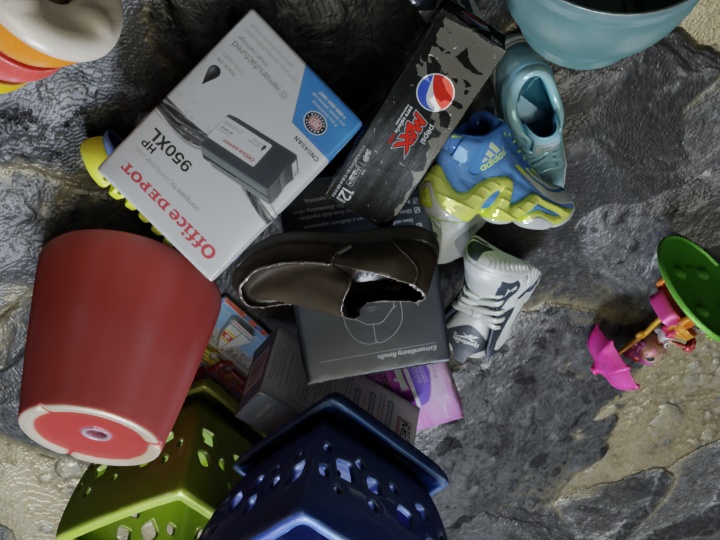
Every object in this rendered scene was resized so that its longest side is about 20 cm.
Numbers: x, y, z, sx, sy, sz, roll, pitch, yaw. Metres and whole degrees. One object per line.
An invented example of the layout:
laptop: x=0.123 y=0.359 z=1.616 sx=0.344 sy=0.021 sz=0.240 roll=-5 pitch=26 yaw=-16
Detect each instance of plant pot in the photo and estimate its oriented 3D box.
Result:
plant pot: x=-0.201 y=0.251 z=1.182 sx=0.199 sy=0.183 sz=0.199 roll=-23 pitch=129 yaw=26
plant pot: x=-0.032 y=0.254 z=1.031 sx=0.199 sy=0.181 sz=0.200 roll=37 pitch=128 yaw=-21
plant pot: x=-0.250 y=0.087 z=1.024 sx=0.198 sy=0.179 sz=0.201 roll=5 pitch=148 yaw=3
plant pot: x=0.207 y=-0.265 z=0.901 sx=0.198 sy=0.202 sz=0.135 roll=-8 pitch=155 yaw=-6

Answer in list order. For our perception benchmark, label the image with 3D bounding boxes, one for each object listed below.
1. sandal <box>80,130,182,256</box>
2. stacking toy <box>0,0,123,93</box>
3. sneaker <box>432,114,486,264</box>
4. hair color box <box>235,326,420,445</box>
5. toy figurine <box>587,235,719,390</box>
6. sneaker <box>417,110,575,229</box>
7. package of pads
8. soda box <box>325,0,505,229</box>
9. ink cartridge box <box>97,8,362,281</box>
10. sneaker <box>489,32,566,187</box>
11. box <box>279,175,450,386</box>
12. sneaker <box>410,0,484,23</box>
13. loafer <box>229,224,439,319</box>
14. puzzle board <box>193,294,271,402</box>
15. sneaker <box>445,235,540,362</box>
sandal: x=-0.182 y=-0.079 z=1.019 sx=0.087 sy=0.080 sz=0.200 roll=-37 pitch=127 yaw=12
stacking toy: x=-0.315 y=-0.205 z=0.883 sx=0.199 sy=0.147 sz=0.146 roll=-29 pitch=130 yaw=35
sneaker: x=0.105 y=-0.092 z=1.077 sx=0.087 sy=0.074 sz=0.201 roll=-9 pitch=136 yaw=-16
hair color box: x=-0.033 y=0.159 z=1.137 sx=0.199 sy=0.100 sz=0.061 roll=31 pitch=131 yaw=-16
toy figurine: x=0.367 y=0.071 z=1.244 sx=0.199 sy=0.151 sz=0.184 roll=0 pitch=146 yaw=-43
sneaker: x=0.147 y=-0.099 z=0.999 sx=0.198 sy=0.075 sz=0.106 roll=-3 pitch=110 yaw=-40
package of pads: x=0.042 y=0.110 z=1.209 sx=0.119 sy=0.076 sz=0.201 roll=-18 pitch=128 yaw=5
soda box: x=0.049 y=-0.139 z=0.913 sx=0.070 sy=0.063 sz=0.201 roll=31 pitch=115 yaw=-7
ink cartridge box: x=-0.117 y=-0.110 z=0.929 sx=0.145 sy=0.084 sz=0.200 roll=44 pitch=88 yaw=-6
sneaker: x=0.177 y=-0.138 z=1.044 sx=0.073 sy=0.082 sz=0.201 roll=-21 pitch=129 yaw=5
box: x=0.000 y=0.000 z=1.041 sx=0.147 sy=0.107 sz=0.203 roll=-8 pitch=94 yaw=-5
sneaker: x=0.087 y=-0.301 z=0.899 sx=0.129 sy=0.080 sz=0.199 roll=-30 pitch=118 yaw=22
loafer: x=-0.026 y=0.007 z=0.926 sx=0.198 sy=0.072 sz=0.073 roll=-10 pitch=143 yaw=11
puzzle board: x=-0.154 y=0.130 z=1.222 sx=0.150 sy=0.017 sz=0.200 roll=-34 pitch=127 yaw=15
sneaker: x=0.131 y=0.041 z=1.091 sx=0.079 sy=0.199 sz=0.131 roll=27 pitch=94 yaw=10
